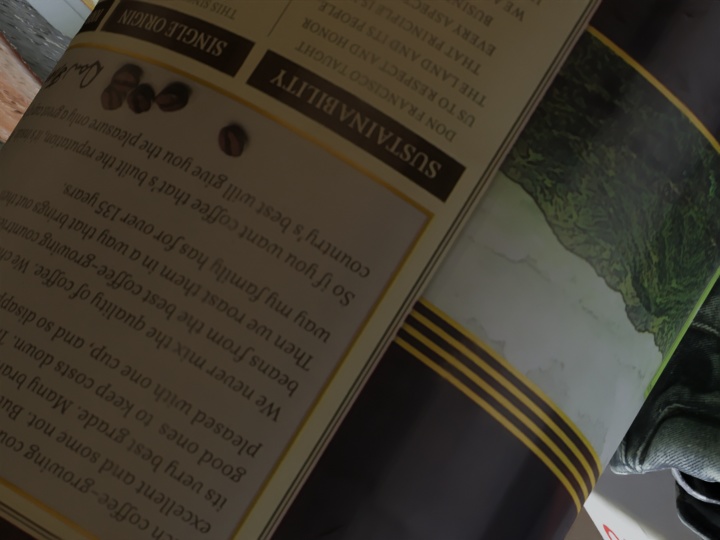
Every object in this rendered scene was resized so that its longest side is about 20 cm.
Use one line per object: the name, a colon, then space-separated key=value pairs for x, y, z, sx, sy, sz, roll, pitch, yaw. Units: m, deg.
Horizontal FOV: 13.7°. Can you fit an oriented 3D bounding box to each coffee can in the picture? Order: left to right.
coffee can: x=-0.007 y=-0.001 z=0.626 sx=0.146 sy=0.201 sz=0.146 roll=31 pitch=170 yaw=6

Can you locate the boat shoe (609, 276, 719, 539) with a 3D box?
boat shoe: x=0.082 y=0.017 z=0.747 sx=0.071 sy=0.091 sz=0.200 roll=36 pitch=169 yaw=-20

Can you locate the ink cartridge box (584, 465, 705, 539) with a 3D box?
ink cartridge box: x=0.158 y=0.123 z=0.828 sx=0.200 sy=0.084 sz=0.146 roll=57 pitch=169 yaw=-23

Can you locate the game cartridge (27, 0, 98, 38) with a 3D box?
game cartridge: x=-0.044 y=-0.081 z=0.825 sx=0.199 sy=0.042 sz=0.133 roll=24 pitch=162 yaw=39

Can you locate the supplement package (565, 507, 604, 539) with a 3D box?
supplement package: x=0.083 y=0.143 z=1.122 sx=0.111 sy=0.156 sz=0.200 roll=38 pitch=170 yaw=-25
